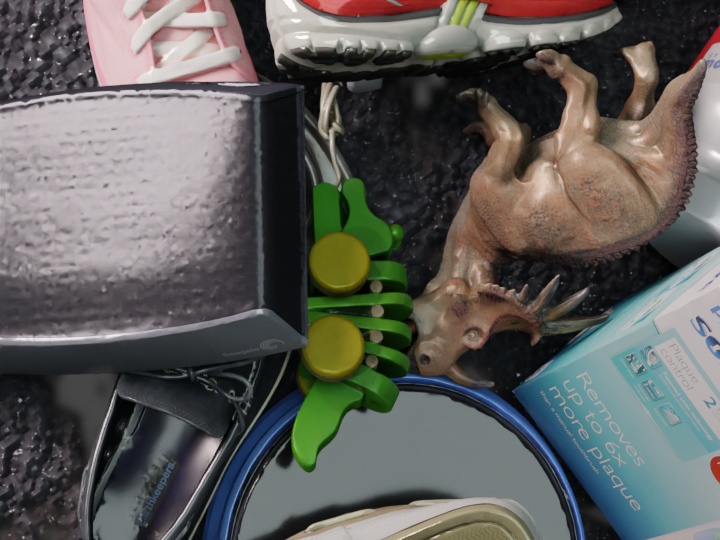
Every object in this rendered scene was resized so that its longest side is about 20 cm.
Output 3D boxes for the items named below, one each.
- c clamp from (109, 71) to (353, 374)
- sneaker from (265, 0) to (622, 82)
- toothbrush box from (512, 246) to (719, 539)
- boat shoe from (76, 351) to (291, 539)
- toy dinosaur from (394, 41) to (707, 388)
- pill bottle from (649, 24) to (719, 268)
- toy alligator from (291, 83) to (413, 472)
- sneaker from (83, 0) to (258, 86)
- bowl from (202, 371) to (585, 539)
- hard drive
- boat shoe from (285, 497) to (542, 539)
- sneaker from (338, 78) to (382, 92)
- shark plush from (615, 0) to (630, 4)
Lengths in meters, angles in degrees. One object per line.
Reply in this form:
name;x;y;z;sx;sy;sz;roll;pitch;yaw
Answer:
c clamp;-0.105;-0.042;0.889;0.198;0.027;0.172;-21;86;-12
sneaker;0.045;-0.139;0.842;0.198;0.077;0.086;-6;88;-34
toothbrush box;0.183;0.070;0.831;0.085;0.200;0.147;-37;91;-28
boat shoe;-0.082;0.058;0.847;0.074;0.062;0.202;23;88;5
toy dinosaur;0.105;-0.030;0.860;0.086;0.199;0.137;-4;74;-55
pill bottle;0.226;-0.089;0.911;0.112;0.112;0.201;37;78;-3
toy alligator;0.000;0.000;0.859;0.054;0.059;0.202;5;69;-3
sneaker;-0.101;-0.146;0.850;0.075;0.105;0.202;-16;76;-9
bowl;0.020;0.147;0.880;0.198;0.039;0.203;1;83;-10
hard drive;-0.123;-0.021;0.820;0.198;0.042;0.136;-4;82;18
boat shoe;-0.011;0.153;0.819;0.198;0.068;0.076;-13;90;9
sneaker;-0.029;-0.184;0.907;0.070;0.073;0.202;-9;75;-2
shark plush;0.210;-0.216;0.968;0.083;0.091;0.200;41;94;21
